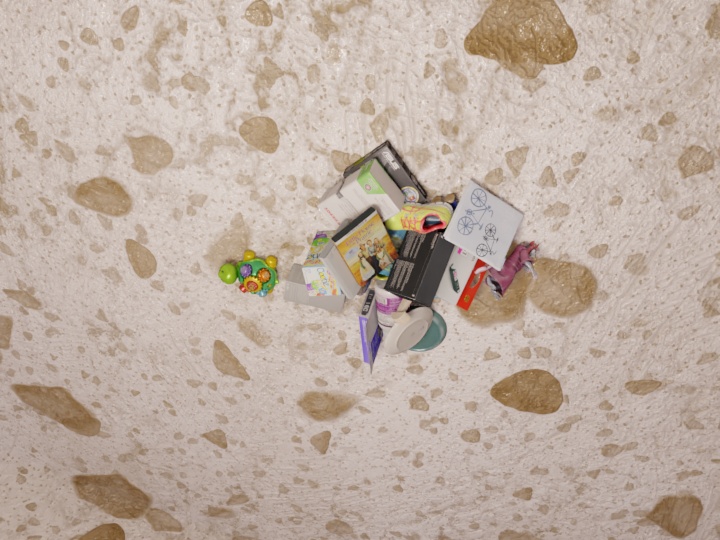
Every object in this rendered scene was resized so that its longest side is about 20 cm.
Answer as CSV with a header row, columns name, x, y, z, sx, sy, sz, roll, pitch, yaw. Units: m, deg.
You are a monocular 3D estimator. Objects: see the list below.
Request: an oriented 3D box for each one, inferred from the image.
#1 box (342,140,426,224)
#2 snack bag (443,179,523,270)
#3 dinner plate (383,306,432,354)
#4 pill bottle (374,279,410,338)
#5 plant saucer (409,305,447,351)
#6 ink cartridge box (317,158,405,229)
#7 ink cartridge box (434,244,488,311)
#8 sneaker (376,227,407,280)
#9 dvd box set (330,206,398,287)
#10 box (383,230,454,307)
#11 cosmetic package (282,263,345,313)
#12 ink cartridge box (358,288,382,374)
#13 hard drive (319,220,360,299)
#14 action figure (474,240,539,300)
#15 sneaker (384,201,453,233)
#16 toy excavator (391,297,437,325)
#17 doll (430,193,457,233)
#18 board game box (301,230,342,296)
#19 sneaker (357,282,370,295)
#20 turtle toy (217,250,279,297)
name,x,y,z,sx,sy,sz,roll,pitch,yaw
box,0.070,-0.245,1.554,0.159,0.044,0.200,-28,115,27
snack bag,0.350,-0.126,1.526,0.199,0.021,0.190,28,80,-12
dinner plate,0.160,0.201,1.748,0.199,0.024,0.201,-28,142,-24
pill bottle,0.106,0.124,1.753,0.111,0.113,0.202,0,120,10
plant saucer,0.195,0.207,1.857,0.197,0.028,0.202,5,125,7
ink cartridge box,0.001,-0.192,1.523,0.199,0.084,0.146,-27,116,33
ink cartridge box,0.307,0.008,1.596,0.172,0.043,0.202,26,90,-29
sneaker,0.095,-0.055,1.628,0.079,0.131,0.201,18,125,-4
dvd box set,0.016,-0.062,1.506,0.146,0.029,0.201,-38,136,-9
box,0.169,-0.012,1.565,0.078,0.141,0.202,26,84,-36
cosmetic package,-0.140,0.057,1.765,0.198,0.107,0.091,16,126,1
ink cartridge box,0.030,0.198,1.773,0.043,0.201,0.200,2,125,14
hard drive,-0.035,-0.026,1.543,0.026,0.133,0.201,16,153,35
action figure,0.443,-0.018,1.602,0.149,0.134,0.200,40,85,2
sneaker,0.158,-0.142,1.526,0.198,0.091,0.079,-8,125,20
toy excavator,0.185,0.056,1.655,0.199,0.196,0.100,-30,126,34
doll,0.259,-0.123,1.602,0.135,0.049,0.202,-10,122,18
board game box,-0.097,-0.025,1.641,0.102,0.201,0.106,-3,124,12
sneaker,0.000,0.000,1.716,0.074,0.079,0.202,8,125,5
turtle toy,-0.363,0.019,1.781,0.198,0.102,0.147,14,126,1
